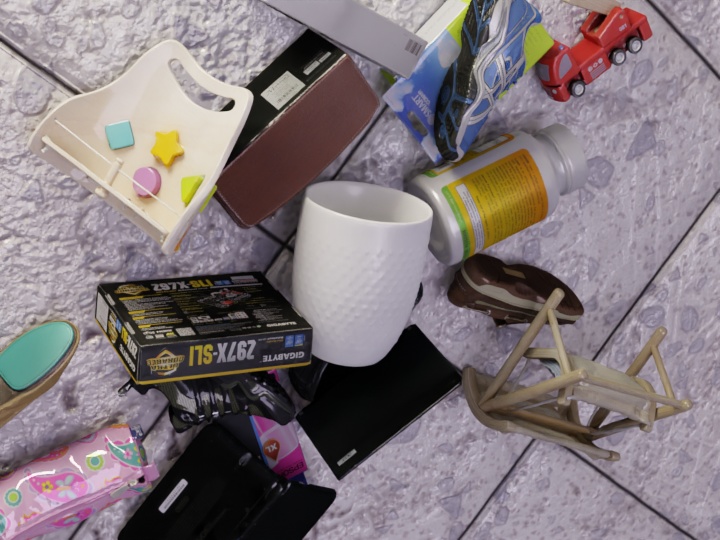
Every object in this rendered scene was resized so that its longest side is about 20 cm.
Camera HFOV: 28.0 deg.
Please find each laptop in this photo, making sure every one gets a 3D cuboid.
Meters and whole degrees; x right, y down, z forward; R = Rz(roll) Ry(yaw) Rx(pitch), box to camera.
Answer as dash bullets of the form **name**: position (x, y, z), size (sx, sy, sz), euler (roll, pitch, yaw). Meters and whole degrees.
- **laptop**: position (0.024, 0.156, 1.659), size (0.176, 0.104, 0.200), euler (-37, 166, -4)

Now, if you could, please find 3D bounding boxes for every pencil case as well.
- **pencil case**: position (-0.327, 0.242, 1.608), size (0.198, 0.087, 0.088), euler (-22, 120, -17)

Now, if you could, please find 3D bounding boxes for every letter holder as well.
- **letter holder**: position (-0.072, -0.132, 1.568), size (0.200, 0.100, 0.143), euler (-43, 126, -5)

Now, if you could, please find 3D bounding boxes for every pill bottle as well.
- **pill bottle**: position (0.164, -0.096, 1.700), size (0.198, 0.111, 0.112), euler (-26, 121, -15)

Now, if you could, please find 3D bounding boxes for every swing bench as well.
- **swing bench**: position (0.267, 0.151, 1.809), size (0.197, 0.131, 0.200), euler (17, 135, -32)

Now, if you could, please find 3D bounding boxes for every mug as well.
- **mug**: position (0.000, 0.000, 1.621), size (0.145, 0.200, 0.178), euler (12, 109, 8)

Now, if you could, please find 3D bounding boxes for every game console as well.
- **game console**: position (-0.159, 0.295, 1.726), size (0.175, 0.116, 0.201), euler (40, 103, 3)

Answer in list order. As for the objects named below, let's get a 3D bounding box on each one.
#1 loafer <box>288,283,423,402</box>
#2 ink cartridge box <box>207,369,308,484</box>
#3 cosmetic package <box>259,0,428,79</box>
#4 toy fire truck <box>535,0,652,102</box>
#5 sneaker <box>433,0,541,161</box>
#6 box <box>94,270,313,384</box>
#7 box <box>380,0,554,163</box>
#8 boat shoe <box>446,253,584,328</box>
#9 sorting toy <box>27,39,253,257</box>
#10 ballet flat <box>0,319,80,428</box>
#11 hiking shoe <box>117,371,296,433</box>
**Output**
- **loafer**: position (0.003, 0.082, 1.718), size (0.200, 0.070, 0.068), euler (-42, 126, -5)
- **ink cartridge box**: position (-0.123, 0.210, 1.732), size (0.094, 0.037, 0.202), euler (-25, 123, -16)
- **cosmetic package**: position (-0.029, -0.273, 1.539), size (0.198, 0.083, 0.051), euler (23, 102, -33)
- **toy fire truck**: position (0.279, -0.309, 1.704), size (0.199, 0.049, 0.142), euler (-37, 123, -8)
- **sneaker**: position (0.141, -0.212, 1.600), size (0.076, 0.076, 0.202), euler (14, 105, -27)
- **box**: position (-0.170, 0.058, 1.563), size (0.197, 0.160, 0.050), euler (-5, 114, -26)
- **box**: position (0.116, -0.236, 1.651), size (0.200, 0.048, 0.122), euler (-46, 124, -3)
- **boat shoe**: position (0.189, 0.036, 1.807), size (0.200, 0.075, 0.075), euler (20, 124, -33)
- **sorting toy**: position (-0.200, -0.134, 1.467), size (0.181, 0.199, 0.107), euler (-54, 160, 0)
- **ballet flat**: position (-0.379, 0.128, 1.554), size (0.199, 0.069, 0.063), euler (-37, 152, -6)
- **hiking shoe**: position (-0.172, 0.141, 1.634), size (0.198, 0.076, 0.102), euler (26, 97, -11)
